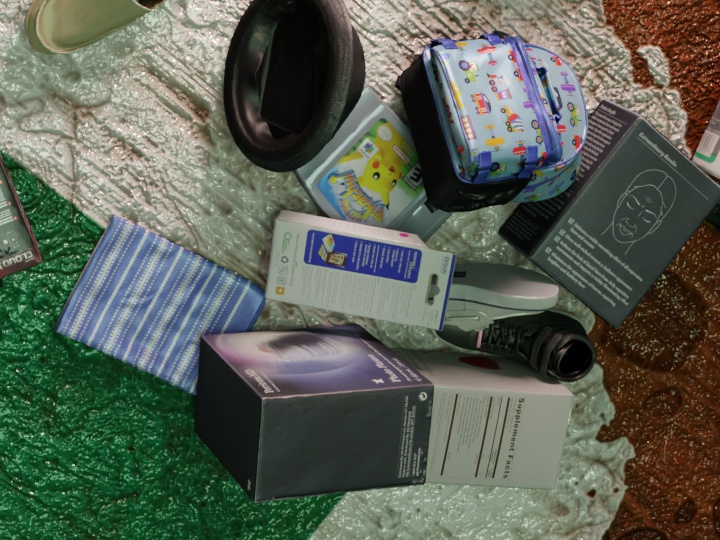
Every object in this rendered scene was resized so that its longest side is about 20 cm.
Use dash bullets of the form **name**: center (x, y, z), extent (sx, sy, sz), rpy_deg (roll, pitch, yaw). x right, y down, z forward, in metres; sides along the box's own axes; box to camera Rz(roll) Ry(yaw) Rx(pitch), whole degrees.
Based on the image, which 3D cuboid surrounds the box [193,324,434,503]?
- **box**: center (-0.053, 0.147, 1.694), extent (0.197, 0.200, 0.124), rpy_deg (-4, 108, -25)

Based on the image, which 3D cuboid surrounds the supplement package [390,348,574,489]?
- **supplement package**: center (0.122, 0.168, 1.809), extent (0.198, 0.121, 0.121), rpy_deg (5, 105, -18)

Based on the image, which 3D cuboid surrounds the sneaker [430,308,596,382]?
- **sneaker**: center (0.182, 0.076, 1.810), extent (0.198, 0.099, 0.071), rpy_deg (8, 106, -17)

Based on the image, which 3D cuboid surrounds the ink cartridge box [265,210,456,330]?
- **ink cartridge box**: center (0.000, 0.000, 1.718), extent (0.198, 0.037, 0.095), rpy_deg (12, 115, 4)

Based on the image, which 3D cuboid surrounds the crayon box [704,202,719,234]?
- **crayon box**: center (0.513, -0.009, 1.825), extent (0.172, 0.200, 0.058), rpy_deg (32, 96, -23)

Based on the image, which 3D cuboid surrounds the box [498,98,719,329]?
- **box**: center (0.282, -0.065, 1.791), extent (0.148, 0.107, 0.200), rpy_deg (37, 95, -23)

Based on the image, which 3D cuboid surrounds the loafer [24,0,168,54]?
- **loafer**: center (-0.246, -0.281, 1.587), extent (0.199, 0.068, 0.076), rpy_deg (-33, 113, -4)

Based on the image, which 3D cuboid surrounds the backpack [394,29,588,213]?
- **backpack**: center (0.159, -0.162, 1.689), extent (0.198, 0.135, 0.184), rpy_deg (-6, 73, -22)

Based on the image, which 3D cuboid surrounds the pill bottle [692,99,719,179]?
- **pill bottle**: center (0.468, -0.189, 1.803), extent (0.112, 0.113, 0.201), rpy_deg (20, 101, -21)

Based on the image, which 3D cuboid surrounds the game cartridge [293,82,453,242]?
- **game cartridge**: center (0.013, -0.103, 1.739), extent (0.133, 0.040, 0.200), rpy_deg (-45, 113, 5)

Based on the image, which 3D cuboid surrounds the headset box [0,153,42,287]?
- **headset box**: center (-0.420, -0.061, 1.601), extent (0.148, 0.077, 0.201), rpy_deg (-22, 113, -8)

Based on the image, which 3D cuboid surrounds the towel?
- **towel**: center (-0.214, 0.045, 1.725), extent (0.199, 0.024, 0.146), rpy_deg (27, 97, -22)

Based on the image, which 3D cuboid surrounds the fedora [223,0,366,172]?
- **fedora**: center (-0.053, -0.199, 1.641), extent (0.091, 0.200, 0.202), rpy_deg (4, 109, -48)

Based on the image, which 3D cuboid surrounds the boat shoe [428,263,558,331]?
- **boat shoe**: center (0.121, 0.036, 1.768), extent (0.198, 0.072, 0.066), rpy_deg (1, 119, 8)
